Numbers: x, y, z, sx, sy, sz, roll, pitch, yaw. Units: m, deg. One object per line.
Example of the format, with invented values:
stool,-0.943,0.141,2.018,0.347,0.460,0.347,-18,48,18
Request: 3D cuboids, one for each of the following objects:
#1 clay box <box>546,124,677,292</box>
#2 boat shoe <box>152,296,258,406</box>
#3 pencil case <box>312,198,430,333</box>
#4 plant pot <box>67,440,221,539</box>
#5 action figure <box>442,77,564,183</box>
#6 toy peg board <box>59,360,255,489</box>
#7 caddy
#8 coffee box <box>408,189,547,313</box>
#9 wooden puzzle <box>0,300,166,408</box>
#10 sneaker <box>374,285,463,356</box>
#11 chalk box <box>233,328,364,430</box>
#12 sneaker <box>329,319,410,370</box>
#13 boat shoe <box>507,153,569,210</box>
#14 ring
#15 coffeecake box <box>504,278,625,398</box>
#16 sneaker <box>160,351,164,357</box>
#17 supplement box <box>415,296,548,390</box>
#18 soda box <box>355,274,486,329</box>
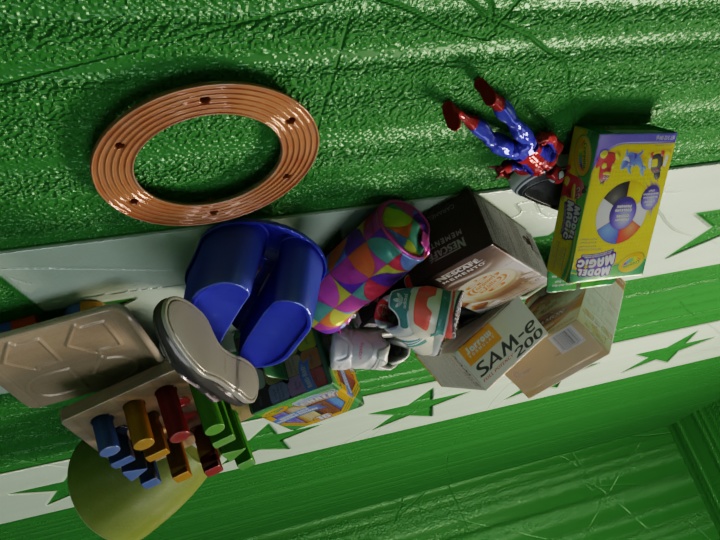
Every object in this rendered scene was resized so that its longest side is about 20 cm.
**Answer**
clay box,0.283,-0.064,0.850,0.115,0.048,0.200,-6,114,-24
boat shoe,-0.173,0.095,0.783,0.057,0.067,0.200,-11,145,15
pencil case,0.000,0.000,0.879,0.088,0.088,0.200,3,148,-38
plant pot,-0.319,0.299,1.165,0.200,0.187,0.187,-33,151,24
action figure,0.160,-0.128,0.758,0.065,0.052,0.200,-38,148,26
toy peg board,-0.240,0.215,0.956,0.199,0.098,0.200,-25,146,-6
caddy,-0.121,0.021,0.821,0.141,0.105,0.200,19,142,-17
coffee box,0.146,-0.016,0.943,0.114,0.080,0.200,-29,153,25
wooden puzzle,-0.344,0.096,0.883,0.200,0.046,0.185,-11,149,-3
sneaker,0.063,0.055,0.900,0.093,0.070,0.200,13,166,0
chalk box,-0.092,0.136,1.046,0.124,0.125,0.200,-21,156,7
sneaker,0.023,0.107,1.039,0.099,0.078,0.200,8,-173,11
boat shoe,0.265,-0.095,0.889,0.200,0.057,0.069,0,149,-32
ring,-0.135,-0.101,0.658,0.200,0.019,0.200,-16,155,-8
coffeecake box,0.310,0.081,1.133,0.154,0.073,0.200,-41,-174,38
sneaker,-0.252,0.155,1.040,0.200,0.071,0.080,8,148,-42
supplement box,0.173,0.111,1.105,0.126,0.074,0.200,-40,-178,-13
soda box,0.079,0.038,1.021,0.200,0.071,0.063,6,145,-42
